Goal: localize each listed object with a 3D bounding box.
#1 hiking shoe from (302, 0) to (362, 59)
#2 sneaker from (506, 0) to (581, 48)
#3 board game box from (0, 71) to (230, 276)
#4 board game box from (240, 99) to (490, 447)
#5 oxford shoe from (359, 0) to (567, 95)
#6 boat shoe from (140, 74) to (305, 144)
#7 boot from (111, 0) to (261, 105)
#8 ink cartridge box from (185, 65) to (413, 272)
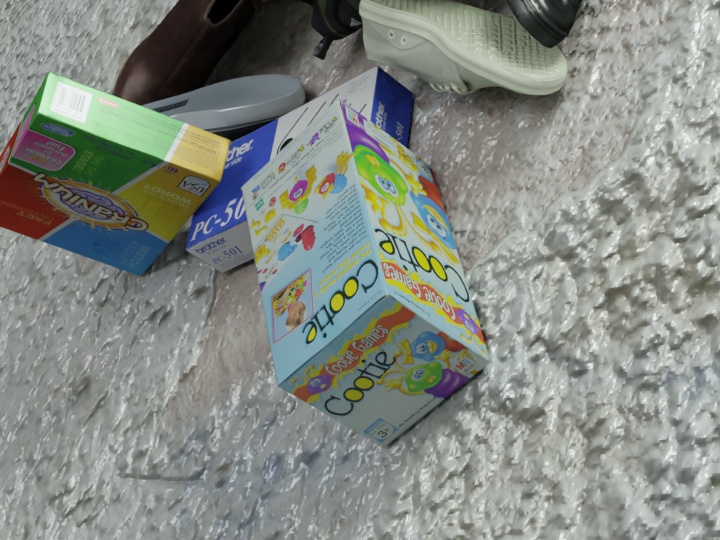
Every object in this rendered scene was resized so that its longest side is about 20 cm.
[{"bbox_3d":[-0.031,-0.271,1.499,0.100,0.076,0.201,-36,45,29],"label":"hiking shoe"},{"bbox_3d":[0.155,-0.248,1.282,0.104,0.060,0.201,-35,31,32],"label":"sneaker"},{"bbox_3d":[-0.210,-0.072,1.469,0.200,0.152,0.041,137,148,-57],"label":"board game box"},{"bbox_3d":[0.000,0.000,1.247,0.105,0.103,0.201,-40,38,23],"label":"board game box"},{"bbox_3d":[0.073,-0.154,1.318,0.199,0.075,0.058,27,124,44],"label":"oxford shoe"},{"bbox_3d":[-0.131,-0.110,1.526,0.199,0.067,0.070,-13,26,18],"label":"boat shoe"},{"bbox_3d":[-0.146,-0.197,1.563,0.201,0.072,0.166,-56,8,-10],"label":"boot"},{"bbox_3d":[-0.049,-0.075,1.417,0.199,0.044,0.095,-24,45,39],"label":"ink cartridge box"}]
